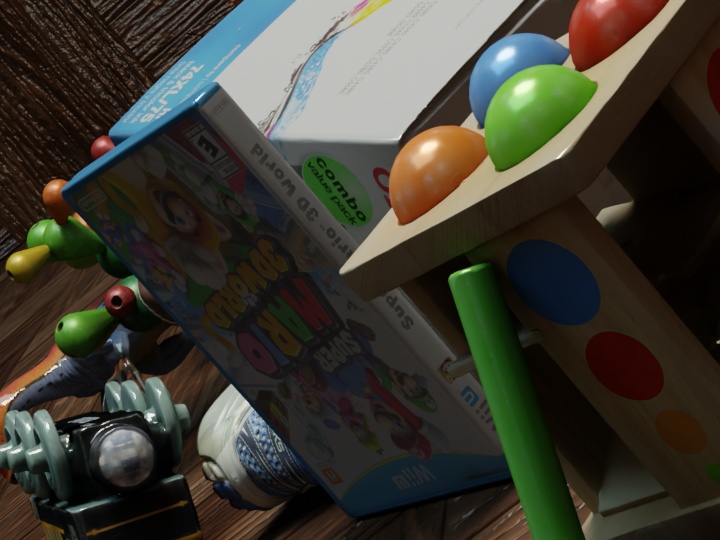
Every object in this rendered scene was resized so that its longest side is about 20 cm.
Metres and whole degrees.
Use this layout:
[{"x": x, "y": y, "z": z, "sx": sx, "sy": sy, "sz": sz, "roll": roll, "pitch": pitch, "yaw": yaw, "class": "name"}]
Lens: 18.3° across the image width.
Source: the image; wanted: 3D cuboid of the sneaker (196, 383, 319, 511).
[{"x": 0.004, "y": 0.041, "z": 1.128, "sx": 0.085, "sy": 0.077, "sz": 0.200, "roll": -13, "pitch": 37, "yaw": 49, "class": "sneaker"}]

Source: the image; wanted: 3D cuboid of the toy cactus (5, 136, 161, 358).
[{"x": -0.121, "y": -0.018, "z": 1.366, "sx": 0.200, "sy": 0.164, "sz": 0.103, "roll": -74, "pitch": -5, "yaw": -61, "class": "toy cactus"}]

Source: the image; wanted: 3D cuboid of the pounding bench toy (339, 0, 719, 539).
[{"x": 0.075, "y": 0.014, "z": 0.716, "sx": 0.124, "sy": 0.156, "sz": 0.200, "roll": -27, "pitch": 18, "yaw": 51, "class": "pounding bench toy"}]

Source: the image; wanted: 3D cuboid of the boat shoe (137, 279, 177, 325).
[{"x": -0.067, "y": -0.020, "z": 1.298, "sx": 0.070, "sy": 0.070, "sz": 0.200, "roll": -44, "pitch": -3, "yaw": 42, "class": "boat shoe"}]

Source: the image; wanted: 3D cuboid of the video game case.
[{"x": -0.030, "y": 0.020, "z": 0.944, "sx": 0.018, "sy": 0.200, "sz": 0.143, "roll": -48, "pitch": 13, "yaw": -30, "class": "video game case"}]

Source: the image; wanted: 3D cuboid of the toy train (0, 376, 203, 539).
[{"x": -0.130, "y": 0.119, "z": 1.143, "sx": 0.085, "sy": 0.115, "sz": 0.200, "roll": -15, "pitch": 1, "yaw": -17, "class": "toy train"}]

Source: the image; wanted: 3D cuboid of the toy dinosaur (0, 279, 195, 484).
[{"x": -0.163, "y": 0.060, "z": 1.414, "sx": 0.180, "sy": 0.106, "sz": 0.200, "roll": -16, "pitch": 40, "yaw": -20, "class": "toy dinosaur"}]

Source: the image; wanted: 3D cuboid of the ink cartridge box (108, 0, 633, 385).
[{"x": 0.021, "y": -0.048, "z": 1.022, "sx": 0.199, "sy": 0.147, "sz": 0.146, "roll": 4, "pitch": 42, "yaw": 48, "class": "ink cartridge box"}]

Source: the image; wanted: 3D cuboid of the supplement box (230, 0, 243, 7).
[{"x": 0.031, "y": -0.203, "z": 1.602, "sx": 0.133, "sy": 0.200, "sz": 0.197, "roll": -35, "pitch": 13, "yaw": 28, "class": "supplement box"}]
